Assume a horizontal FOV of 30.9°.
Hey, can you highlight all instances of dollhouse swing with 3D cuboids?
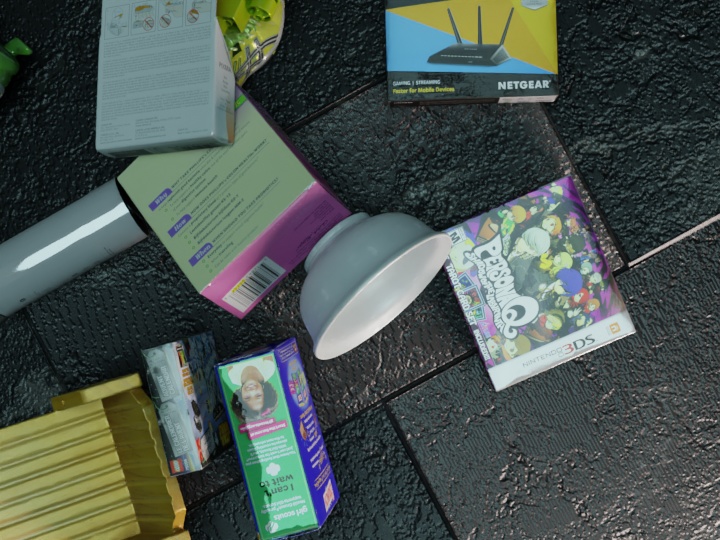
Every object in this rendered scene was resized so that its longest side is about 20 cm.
[{"bbox_3d":[-0.325,0.242,1.476,0.174,0.181,0.202,-16,89,-31],"label":"dollhouse swing"}]

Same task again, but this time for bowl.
[{"bbox_3d":[0.000,0.000,1.463,0.201,0.201,0.090,-43,75,2],"label":"bowl"}]

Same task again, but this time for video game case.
[{"bbox_3d":[0.200,0.015,1.523,0.180,0.036,0.202,-22,89,2],"label":"video game case"}]

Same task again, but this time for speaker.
[{"bbox_3d":[-0.348,-0.027,1.524,0.199,0.081,0.082,-29,89,3],"label":"speaker"}]

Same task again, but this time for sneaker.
[{"bbox_3d":[-0.148,-0.253,1.517,0.075,0.076,0.202,27,90,4],"label":"sneaker"}]

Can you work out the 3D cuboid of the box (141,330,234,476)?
[{"bbox_3d":[-0.188,0.144,1.458,0.039,0.200,0.138,-14,89,6],"label":"box"}]

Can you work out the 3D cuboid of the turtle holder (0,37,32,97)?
[{"bbox_3d":[-0.488,-0.255,1.499,0.185,0.141,0.132,37,93,1],"label":"turtle holder"}]

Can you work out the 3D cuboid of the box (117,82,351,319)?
[{"bbox_3d":[-0.143,-0.084,1.462,0.176,0.097,0.200,-43,59,5],"label":"box"}]

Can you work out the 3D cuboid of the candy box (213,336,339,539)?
[{"bbox_3d":[-0.091,0.186,1.470,0.076,0.169,0.202,-16,90,6],"label":"candy box"}]

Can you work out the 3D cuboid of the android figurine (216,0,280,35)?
[{"bbox_3d":[-0.168,-0.341,1.503,0.180,0.041,0.202,12,67,22],"label":"android figurine"}]

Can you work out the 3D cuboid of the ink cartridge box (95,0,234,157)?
[{"bbox_3d":[-0.217,-0.232,1.452,0.161,0.050,0.203,-3,78,25],"label":"ink cartridge box"}]

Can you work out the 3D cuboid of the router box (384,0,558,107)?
[{"bbox_3d":[0.127,-0.270,1.516,0.197,0.051,0.151,-2,89,3],"label":"router box"}]
